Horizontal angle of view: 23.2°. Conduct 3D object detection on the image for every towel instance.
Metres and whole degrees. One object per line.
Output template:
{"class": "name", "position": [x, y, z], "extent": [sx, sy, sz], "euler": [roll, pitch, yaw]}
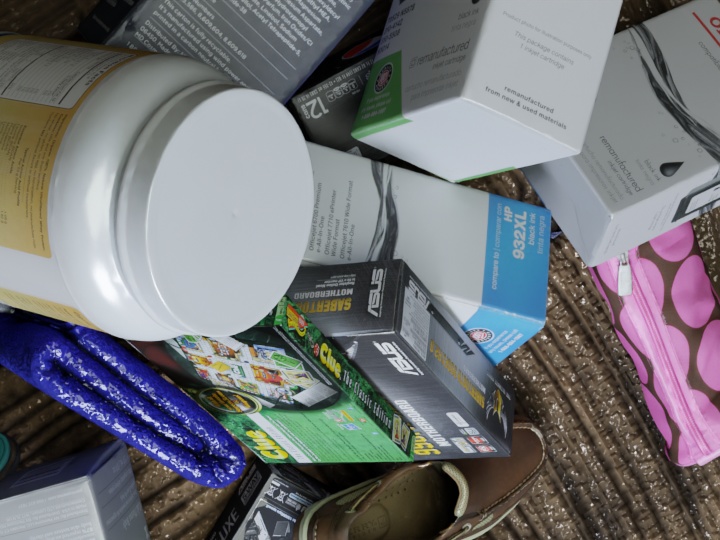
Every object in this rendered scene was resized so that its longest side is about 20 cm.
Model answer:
{"class": "towel", "position": [-0.154, 0.066, 1.058], "extent": [0.147, 0.200, 0.050], "euler": [34, 82, -22]}

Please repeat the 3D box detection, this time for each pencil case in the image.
{"class": "pencil case", "position": [0.209, 0.037, 1.195], "extent": [0.090, 0.094, 0.201], "euler": [-24, 108, 12]}

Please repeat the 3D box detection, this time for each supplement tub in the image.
{"class": "supplement tub", "position": [-0.137, -0.044, 0.914], "extent": [0.144, 0.198, 0.147], "euler": [-19, 114, -48]}

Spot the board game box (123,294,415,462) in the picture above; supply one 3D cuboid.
{"class": "board game box", "position": [-0.050, 0.067, 1.013], "extent": [0.104, 0.200, 0.024], "euler": [-5, 62, 22]}

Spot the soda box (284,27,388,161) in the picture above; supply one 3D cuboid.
{"class": "soda box", "position": [0.047, -0.132, 1.127], "extent": [0.198, 0.071, 0.064], "euler": [-28, 106, -6]}

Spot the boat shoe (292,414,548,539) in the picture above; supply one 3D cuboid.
{"class": "boat shoe", "position": [0.055, 0.151, 1.161], "extent": [0.201, 0.075, 0.075], "euler": [-26, 90, -30]}

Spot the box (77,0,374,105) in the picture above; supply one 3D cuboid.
{"class": "box", "position": [-0.064, -0.177, 1.050], "extent": [0.104, 0.148, 0.200], "euler": [42, 91, -19]}

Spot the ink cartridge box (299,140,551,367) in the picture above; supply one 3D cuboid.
{"class": "ink cartridge box", "position": [0.000, 0.000, 1.101], "extent": [0.198, 0.145, 0.085], "euler": [15, 64, -16]}

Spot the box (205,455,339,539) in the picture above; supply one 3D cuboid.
{"class": "box", "position": [-0.023, 0.241, 1.208], "extent": [0.199, 0.050, 0.159], "euler": [30, 95, -18]}

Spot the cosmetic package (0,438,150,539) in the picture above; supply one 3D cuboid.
{"class": "cosmetic package", "position": [-0.163, 0.218, 1.061], "extent": [0.089, 0.107, 0.202], "euler": [-17, 96, 5]}

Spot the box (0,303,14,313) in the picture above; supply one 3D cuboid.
{"class": "box", "position": [-0.305, -0.038, 1.036], "extent": [0.197, 0.122, 0.108], "euler": [0, 102, -15]}

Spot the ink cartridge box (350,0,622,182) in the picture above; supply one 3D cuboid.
{"class": "ink cartridge box", "position": [0.084, -0.164, 1.006], "extent": [0.084, 0.146, 0.202], "euler": [22, 77, -23]}

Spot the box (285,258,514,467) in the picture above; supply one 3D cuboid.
{"class": "box", "position": [-0.010, 0.062, 1.076], "extent": [0.157, 0.049, 0.200], "euler": [-5, 152, 23]}

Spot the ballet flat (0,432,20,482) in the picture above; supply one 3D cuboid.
{"class": "ballet flat", "position": [-0.297, 0.177, 1.124], "extent": [0.199, 0.073, 0.074], "euler": [-34, 108, -11]}

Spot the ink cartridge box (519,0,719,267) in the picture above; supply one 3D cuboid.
{"class": "ink cartridge box", "position": [0.204, -0.100, 1.130], "extent": [0.198, 0.068, 0.117], "euler": [-25, 67, -19]}
